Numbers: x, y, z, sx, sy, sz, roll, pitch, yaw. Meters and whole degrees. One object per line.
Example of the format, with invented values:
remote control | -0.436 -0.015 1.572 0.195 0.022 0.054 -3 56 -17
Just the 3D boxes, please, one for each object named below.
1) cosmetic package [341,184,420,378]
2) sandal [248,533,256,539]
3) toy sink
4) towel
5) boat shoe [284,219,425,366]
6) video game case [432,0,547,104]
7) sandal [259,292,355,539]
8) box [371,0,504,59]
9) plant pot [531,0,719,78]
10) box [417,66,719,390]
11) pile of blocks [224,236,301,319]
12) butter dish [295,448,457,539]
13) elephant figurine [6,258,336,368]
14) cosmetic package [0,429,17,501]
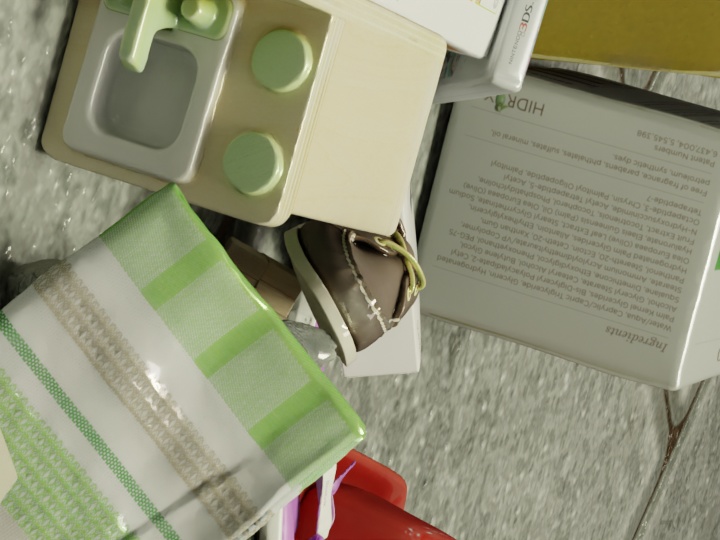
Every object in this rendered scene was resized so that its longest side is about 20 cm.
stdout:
cosmetic package | 0.005 -0.038 1.389 0.083 0.050 0.201 -88 174 -46
sandal | -0.086 0.145 1.335 0.080 0.057 0.202 89 3 -77
toy sink | -0.063 -0.086 1.132 0.200 0.130 0.113 12 94 -69
towel | -0.113 0.080 1.032 0.200 0.149 0.031 -39 -166 -3
boat shoe | 0.000 0.000 1.249 0.200 0.059 0.072 -101 168 -83
video game case | 0.080 -0.188 1.398 0.200 0.024 0.183 -173 -79 -76
sandal | -0.027 0.101 1.381 0.082 0.049 0.204 68 26 -76
box | 0.000 -0.184 1.233 0.200 0.112 0.102 11 97 -69
plant pot | 0.192 -0.229 1.573 0.194 0.194 0.202 -6 104 -66
box | 0.166 -0.034 1.616 0.199 0.199 0.172 -7 114 -67
pile of blocks | -0.086 0.056 1.261 0.082 0.062 0.201 -52 -167 39
butter dish | 0.017 0.226 1.507 0.201 0.147 0.200 -70 158 -7
elephant figurine | -0.120 0.105 1.109 0.141 0.154 0.201 30 70 -69
cosmetic package | -0.207 0.027 0.902 0.071 0.105 0.201 -56 150 -34
